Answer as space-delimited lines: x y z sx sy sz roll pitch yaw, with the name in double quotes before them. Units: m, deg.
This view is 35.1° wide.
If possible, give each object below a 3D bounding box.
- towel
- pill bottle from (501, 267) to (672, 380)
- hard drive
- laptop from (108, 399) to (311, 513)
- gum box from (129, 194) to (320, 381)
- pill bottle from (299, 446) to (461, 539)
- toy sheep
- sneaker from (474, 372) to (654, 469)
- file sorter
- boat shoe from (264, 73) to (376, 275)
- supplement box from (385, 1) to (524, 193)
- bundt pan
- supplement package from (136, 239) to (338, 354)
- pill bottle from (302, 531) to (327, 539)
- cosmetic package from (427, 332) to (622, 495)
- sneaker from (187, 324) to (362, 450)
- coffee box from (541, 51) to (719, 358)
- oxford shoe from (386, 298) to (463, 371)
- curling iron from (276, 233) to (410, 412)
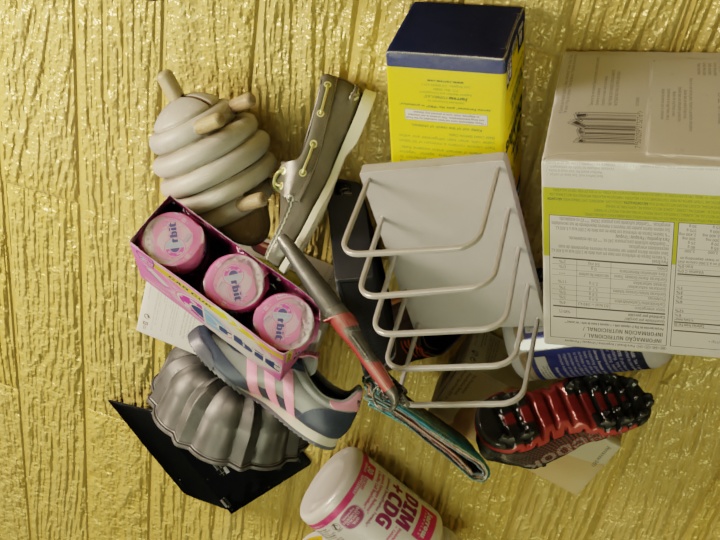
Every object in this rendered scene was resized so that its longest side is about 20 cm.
"towel" 0.063 0.158 1.182 0.146 0.200 0.022 36 89 -2
"pill bottle" 0.252 0.046 1.150 0.199 0.116 0.116 -8 123 25
"hard drive" 0.000 0.000 1.159 0.042 0.200 0.136 -13 122 4
"laptop" -0.202 0.214 1.509 0.199 0.116 0.188 -32 114 4
"gum box" -0.130 0.023 1.144 0.199 0.066 0.114 36 163 6
"pill bottle" 0.032 0.325 1.442 0.200 0.114 0.113 40 129 -13
"toy sheep" -0.149 -0.115 1.165 0.137 0.138 0.201 -17 105 29
"sneaker" 0.208 0.160 1.197 0.199 0.071 0.098 -9 149 -14
"file sorter" 0.078 0.014 1.042 0.138 0.125 0.201 -3 130 22
"boat shoe" -0.051 -0.095 1.120 0.060 0.203 0.072 25 174 -4
"supplement box" 0.093 -0.136 1.072 0.109 0.109 0.201 7 128 14
"bundt pan" -0.140 0.136 1.313 0.201 0.202 0.076 23 119 2
"supplement package" -0.132 0.033 1.279 0.199 0.114 0.110 21 130 1
"pill bottle" -0.043 0.413 1.479 0.112 0.200 0.113 10 129 13
"cosmetic package" 0.187 0.159 1.288 0.199 0.071 0.106 27 130 -1
"sneaker" -0.087 0.104 1.215 0.199 0.070 0.082 35 103 -7
"coffee box" 0.270 -0.061 1.007 0.198 0.200 0.199 3 127 15
"oxford shoe" 0.062 0.067 1.261 0.071 0.073 0.200 39 129 -13
"curling iron" -0.021 0.050 1.055 0.200 0.025 0.050 54 156 8
